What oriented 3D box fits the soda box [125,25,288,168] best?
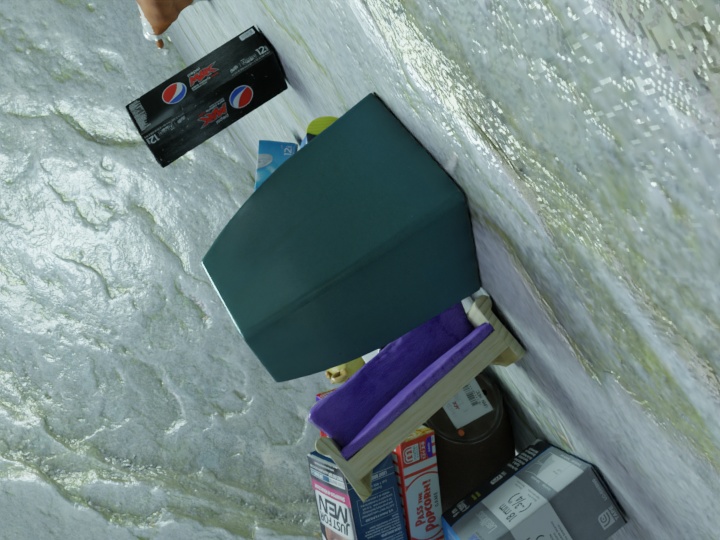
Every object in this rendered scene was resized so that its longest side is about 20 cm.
[{"bbox_3d":[-0.195,-0.223,0.961,0.064,0.197,0.071,53,173,30],"label":"soda box"}]

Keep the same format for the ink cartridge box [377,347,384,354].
[{"bbox_3d":[0.041,0.056,0.902,0.100,0.038,0.206,80,-166,-77],"label":"ink cartridge box"}]

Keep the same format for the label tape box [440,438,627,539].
[{"bbox_3d":[0.132,0.254,0.707,0.064,0.198,0.144,54,173,0],"label":"label tape box"}]

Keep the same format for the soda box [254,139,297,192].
[{"bbox_3d":[-0.140,-0.104,1.206,0.068,0.062,0.206,-111,26,-81],"label":"soda box"}]

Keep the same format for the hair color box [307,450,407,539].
[{"bbox_3d":[0.005,0.291,0.786,0.099,0.059,0.206,-8,94,63],"label":"hair color box"}]

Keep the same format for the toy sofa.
[{"bbox_3d":[0.044,0.104,0.676,0.098,0.199,0.083,49,173,10],"label":"toy sofa"}]

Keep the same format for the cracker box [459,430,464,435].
[{"bbox_3d":[0.191,0.301,1.126,0.135,0.057,0.201,55,172,28],"label":"cracker box"}]

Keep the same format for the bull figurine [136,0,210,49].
[{"bbox_3d":[-0.308,-0.438,1.162,0.066,0.120,0.201,54,173,20],"label":"bull figurine"}]

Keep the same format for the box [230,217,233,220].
[{"bbox_3d":[-0.078,-0.057,1.013,0.087,0.162,0.200,59,173,-22],"label":"box"}]

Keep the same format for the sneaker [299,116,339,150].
[{"bbox_3d":[-0.028,-0.051,0.781,0.082,0.072,0.206,154,114,-64],"label":"sneaker"}]

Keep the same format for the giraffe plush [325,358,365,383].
[{"bbox_3d":[-0.014,0.134,1.433,0.202,0.160,0.173,56,173,14],"label":"giraffe plush"}]

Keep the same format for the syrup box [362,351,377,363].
[{"bbox_3d":[0.006,0.068,1.257,0.202,0.081,0.078,56,-167,20],"label":"syrup box"}]

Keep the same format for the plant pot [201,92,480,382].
[{"bbox_3d":[-0.021,-0.010,0.635,0.142,0.198,0.142,51,172,33],"label":"plant pot"}]

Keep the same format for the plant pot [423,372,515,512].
[{"bbox_3d":[0.108,0.203,0.883,0.188,0.184,0.202,53,158,31],"label":"plant pot"}]

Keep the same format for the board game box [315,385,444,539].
[{"bbox_3d":[0.020,0.231,0.850,0.198,0.045,0.156,10,110,60],"label":"board game box"}]
